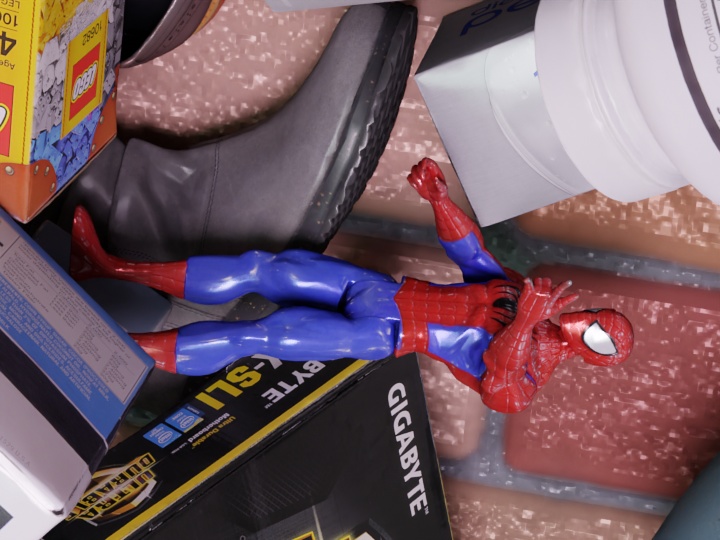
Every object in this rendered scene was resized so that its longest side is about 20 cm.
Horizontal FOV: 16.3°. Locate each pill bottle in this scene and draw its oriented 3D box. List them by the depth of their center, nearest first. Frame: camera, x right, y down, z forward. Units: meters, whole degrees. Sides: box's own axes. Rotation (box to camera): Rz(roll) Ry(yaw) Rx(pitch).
[{"bbox_3d":[0.156,-0.083,0.754,0.200,0.112,0.113,-17,110,34],"label":"pill bottle"}]

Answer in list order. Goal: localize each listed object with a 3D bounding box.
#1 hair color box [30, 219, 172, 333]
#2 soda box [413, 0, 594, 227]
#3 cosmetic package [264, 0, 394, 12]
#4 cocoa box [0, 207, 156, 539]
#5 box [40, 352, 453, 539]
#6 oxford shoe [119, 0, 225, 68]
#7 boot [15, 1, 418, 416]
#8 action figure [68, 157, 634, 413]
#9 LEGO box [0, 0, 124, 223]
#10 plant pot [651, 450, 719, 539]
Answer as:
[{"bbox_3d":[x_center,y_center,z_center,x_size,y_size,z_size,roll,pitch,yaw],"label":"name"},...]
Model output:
[{"bbox_3d":[-0.149,0.084,0.951,0.061,0.099,0.200,33,134,1],"label":"hair color box"},{"bbox_3d":[0.123,-0.084,0.872,0.200,0.068,0.064,-19,109,19],"label":"soda box"},{"bbox_3d":[0.013,-0.188,0.778,0.107,0.090,0.200,-6,71,16],"label":"cosmetic package"},{"bbox_3d":[-0.186,0.067,0.791,0.200,0.131,0.133,-42,98,19],"label":"cocoa box"},{"bbox_3d":[-0.034,0.132,0.932,0.049,0.160,0.200,27,140,42],"label":"box"},{"bbox_3d":[-0.061,-0.164,0.870,0.071,0.073,0.200,11,115,6],"label":"oxford shoe"},{"bbox_3d":[-0.070,-0.036,0.936,0.132,0.070,0.200,30,112,3],"label":"boot"},{"bbox_3d":[0.000,0.000,0.855,0.200,0.065,0.099,7,142,-5],"label":"action figure"},{"bbox_3d":[-0.179,-0.122,0.834,0.200,0.077,0.149,17,123,14],"label":"LEGO box"},{"bbox_3d":[0.213,0.094,0.882,0.200,0.200,0.135,26,90,-1],"label":"plant pot"}]
